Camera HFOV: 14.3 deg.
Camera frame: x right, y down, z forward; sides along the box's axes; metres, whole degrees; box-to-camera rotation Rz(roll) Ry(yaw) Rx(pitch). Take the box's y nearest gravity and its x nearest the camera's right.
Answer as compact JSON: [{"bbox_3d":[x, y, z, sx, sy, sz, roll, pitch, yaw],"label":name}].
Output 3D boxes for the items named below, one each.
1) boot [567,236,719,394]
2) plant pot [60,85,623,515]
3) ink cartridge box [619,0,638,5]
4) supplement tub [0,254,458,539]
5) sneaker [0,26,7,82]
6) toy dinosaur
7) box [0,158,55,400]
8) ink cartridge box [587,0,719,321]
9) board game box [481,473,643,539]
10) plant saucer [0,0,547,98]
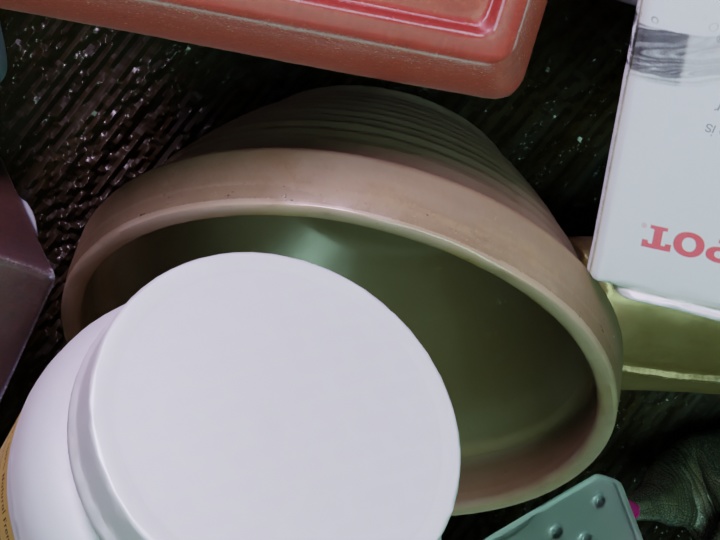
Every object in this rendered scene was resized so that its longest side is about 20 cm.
[{"bbox_3d":[0.171,0.016,1.087,0.199,0.066,0.175,9,153,-16],"label":"boot"},{"bbox_3d":[0.000,0.000,1.035,0.200,0.093,0.201,10,146,7],"label":"plant pot"},{"bbox_3d":[0.119,-0.140,1.012,0.199,0.039,0.100,19,110,7],"label":"ink cartridge box"},{"bbox_3d":[-0.058,0.095,0.967,0.144,0.145,0.200,2,151,-21],"label":"supplement tub"},{"bbox_3d":[-0.133,-0.154,0.948,0.087,0.074,0.201,-23,120,-14],"label":"sneaker"},{"bbox_3d":[0.170,0.103,1.184,0.199,0.103,0.077,3,144,-9],"label":"toy dinosaur"},{"bbox_3d":[-0.213,-0.019,0.968,0.199,0.100,0.075,17,110,-25],"label":"box"},{"bbox_3d":[0.167,-0.083,0.954,0.144,0.083,0.201,13,111,9],"label":"ink cartridge box"},{"bbox_3d":[0.052,0.210,1.098,0.200,0.201,0.026,-33,146,21],"label":"board game box"},{"bbox_3d":[-0.008,-0.154,0.871,0.199,0.037,0.201,9,110,-22],"label":"plant saucer"}]
